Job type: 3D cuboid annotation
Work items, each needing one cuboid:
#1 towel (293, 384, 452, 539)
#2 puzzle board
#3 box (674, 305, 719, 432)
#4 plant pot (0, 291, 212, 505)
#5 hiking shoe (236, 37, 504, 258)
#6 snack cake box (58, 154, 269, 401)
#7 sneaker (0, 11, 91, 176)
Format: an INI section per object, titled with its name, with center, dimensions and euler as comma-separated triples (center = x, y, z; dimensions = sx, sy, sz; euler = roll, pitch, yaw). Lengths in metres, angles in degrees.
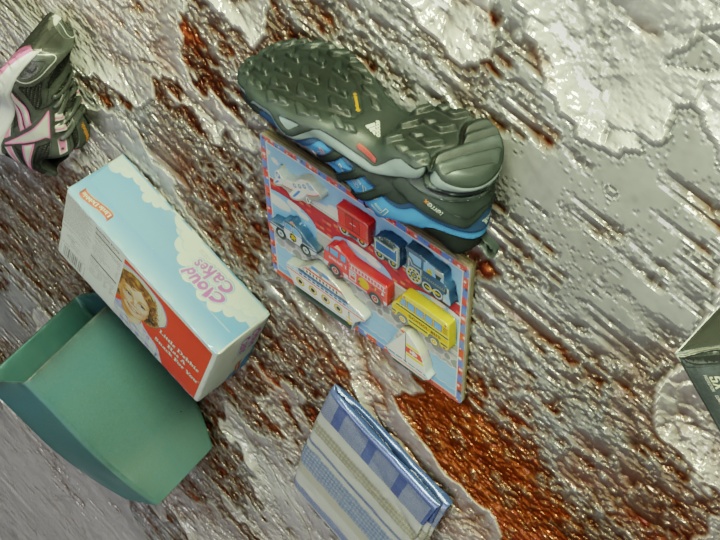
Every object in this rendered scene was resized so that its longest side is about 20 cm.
[towel]
center = 0.006, 0.197, 1.129
dimensions = 0.147, 0.024, 0.200
euler = 45, 148, 17
[puzzle board]
center = 0.000, 0.000, 0.927
dimensions = 0.200, 0.017, 0.151
euler = 35, 146, 28
[box]
center = 0.244, 0.064, 0.505
dimensions = 0.201, 0.164, 0.086
euler = 58, 150, -11
[plant pot]
center = -0.260, 0.143, 1.334
dimensions = 0.200, 0.141, 0.141
euler = 53, 152, -17
[hiking shoe]
center = -0.002, -0.074, 0.787
dimensions = 0.200, 0.074, 0.087
euler = 33, 145, 30
[snack cake box]
center = -0.180, 0.008, 1.137
dimensions = 0.200, 0.067, 0.115
euler = 47, 148, 9
[sneaker]
center = -0.269, -0.147, 1.104
dimensions = 0.086, 0.081, 0.200
euler = 33, 153, -9
